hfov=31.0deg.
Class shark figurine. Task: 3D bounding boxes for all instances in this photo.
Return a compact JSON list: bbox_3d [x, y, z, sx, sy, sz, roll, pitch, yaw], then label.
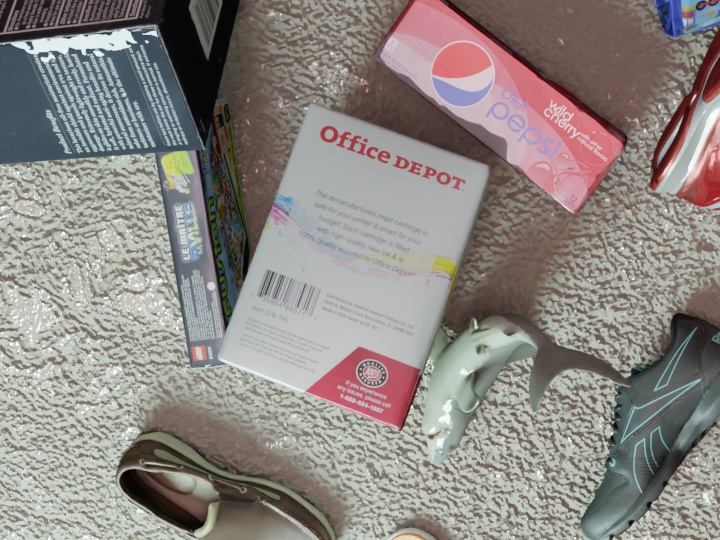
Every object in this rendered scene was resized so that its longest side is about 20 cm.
[{"bbox_3d":[0.120,0.068,1.024,0.088,0.214,0.130,3,69,-27],"label":"shark figurine"}]

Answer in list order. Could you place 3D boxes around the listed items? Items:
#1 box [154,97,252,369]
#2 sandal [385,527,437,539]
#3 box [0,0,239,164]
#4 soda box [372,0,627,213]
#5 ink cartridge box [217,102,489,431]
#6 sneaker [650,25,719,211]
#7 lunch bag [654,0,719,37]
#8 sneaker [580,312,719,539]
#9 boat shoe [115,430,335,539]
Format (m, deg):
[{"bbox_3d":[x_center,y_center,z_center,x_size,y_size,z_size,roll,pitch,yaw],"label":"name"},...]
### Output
[{"bbox_3d":[-0.121,-0.033,1.042,0.034,0.110,0.203,-6,100,11],"label":"box"},{"bbox_3d":[0.085,0.313,1.096,0.079,0.059,0.207,-42,91,15],"label":"sandal"},{"bbox_3d":[-0.205,-0.192,0.969,0.195,0.202,0.124,-2,140,12],"label":"box"},{"bbox_3d":[0.109,-0.133,1.004,0.199,0.063,0.070,37,105,2],"label":"soda box"},{"bbox_3d":[0.000,0.000,0.984,0.144,0.145,0.202,21,87,5],"label":"ink cartridge box"},{"bbox_3d":[0.304,-0.121,0.952,0.114,0.079,0.201,21,137,-5],"label":"sneaker"},{"bbox_3d":[0.274,-0.263,0.917,0.149,0.095,0.201,-22,133,1],"label":"lunch bag"},{"bbox_3d":[0.231,0.127,1.036,0.079,0.075,0.201,37,97,13],"label":"sneaker"},{"bbox_3d":[-0.119,0.210,1.106,0.200,0.075,0.076,23,104,5],"label":"boat shoe"}]
